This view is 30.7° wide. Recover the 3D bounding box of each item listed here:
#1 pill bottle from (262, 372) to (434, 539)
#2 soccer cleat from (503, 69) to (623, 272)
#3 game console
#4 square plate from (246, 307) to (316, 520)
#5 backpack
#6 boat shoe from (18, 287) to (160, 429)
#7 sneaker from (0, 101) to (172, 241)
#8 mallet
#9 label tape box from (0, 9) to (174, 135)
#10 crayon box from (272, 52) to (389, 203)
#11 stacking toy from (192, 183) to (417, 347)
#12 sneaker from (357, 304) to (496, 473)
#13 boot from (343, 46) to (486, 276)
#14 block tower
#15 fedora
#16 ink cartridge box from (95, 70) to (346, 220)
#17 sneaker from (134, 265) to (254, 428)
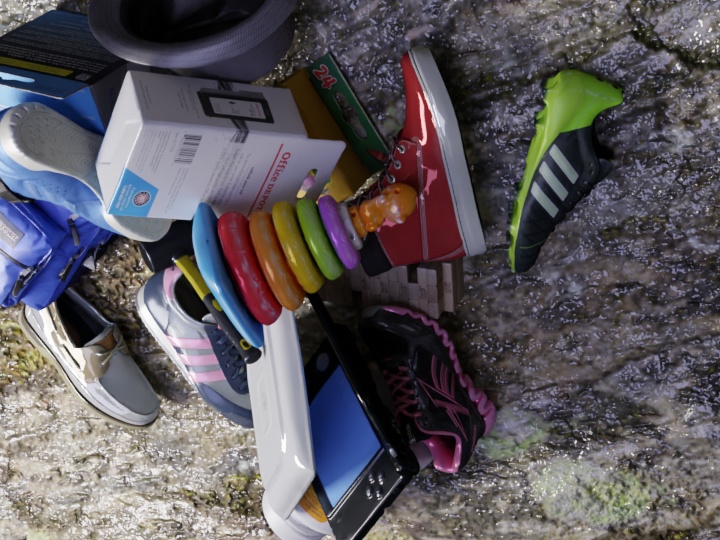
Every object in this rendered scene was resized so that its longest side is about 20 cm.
[{"bbox_3d":[-0.017,0.206,1.376,0.111,0.111,0.200,43,125,-2],"label":"pill bottle"},{"bbox_3d":[0.180,-0.080,1.170,0.080,0.068,0.202,14,121,2],"label":"soccer cleat"},{"bbox_3d":[-0.036,0.127,1.236,0.116,0.201,0.177,18,119,-37],"label":"game console"},{"bbox_3d":[-0.083,0.130,1.293,0.028,0.201,0.200,-5,159,-14],"label":"square plate"},{"bbox_3d":[-0.320,-0.070,1.340,0.162,0.168,0.200,40,121,-8],"label":"backpack"},{"bbox_3d":[-0.298,0.095,1.468,0.200,0.075,0.068,42,130,0],"label":"boat shoe"},{"bbox_3d":[-0.276,-0.088,1.235,0.110,0.078,0.199,-2,155,44],"label":"sneaker"},{"bbox_3d":[-0.148,0.017,1.321,0.200,0.066,0.041,42,154,32],"label":"mallet"},{"bbox_3d":[-0.285,-0.181,1.242,0.142,0.200,0.064,13,121,17],"label":"label tape box"},{"bbox_3d":[-0.079,-0.109,1.278,0.199,0.051,0.128,-28,102,32],"label":"crayon box"},{"bbox_3d":[-0.040,-0.028,1.169,0.198,0.117,0.110,-24,139,5],"label":"stacking toy"},{"bbox_3d":[0.058,0.120,1.279,0.078,0.096,0.200,-10,128,46],"label":"sneaker"},{"bbox_3d":[0.027,-0.095,1.198,0.142,0.073,0.202,-12,110,7],"label":"boot"},{"bbox_3d":[0.000,0.000,1.296,0.197,0.054,0.059,6,118,21],"label":"block tower"},{"bbox_3d":[-0.139,-0.229,1.198,0.197,0.179,0.091,-2,145,17],"label":"fedora"},{"bbox_3d":[-0.126,-0.107,1.186,0.116,0.198,0.068,-58,41,40],"label":"ink cartridge box"},{"bbox_3d":[-0.154,0.079,1.396,0.200,0.070,0.082,48,128,-6],"label":"sneaker"}]
